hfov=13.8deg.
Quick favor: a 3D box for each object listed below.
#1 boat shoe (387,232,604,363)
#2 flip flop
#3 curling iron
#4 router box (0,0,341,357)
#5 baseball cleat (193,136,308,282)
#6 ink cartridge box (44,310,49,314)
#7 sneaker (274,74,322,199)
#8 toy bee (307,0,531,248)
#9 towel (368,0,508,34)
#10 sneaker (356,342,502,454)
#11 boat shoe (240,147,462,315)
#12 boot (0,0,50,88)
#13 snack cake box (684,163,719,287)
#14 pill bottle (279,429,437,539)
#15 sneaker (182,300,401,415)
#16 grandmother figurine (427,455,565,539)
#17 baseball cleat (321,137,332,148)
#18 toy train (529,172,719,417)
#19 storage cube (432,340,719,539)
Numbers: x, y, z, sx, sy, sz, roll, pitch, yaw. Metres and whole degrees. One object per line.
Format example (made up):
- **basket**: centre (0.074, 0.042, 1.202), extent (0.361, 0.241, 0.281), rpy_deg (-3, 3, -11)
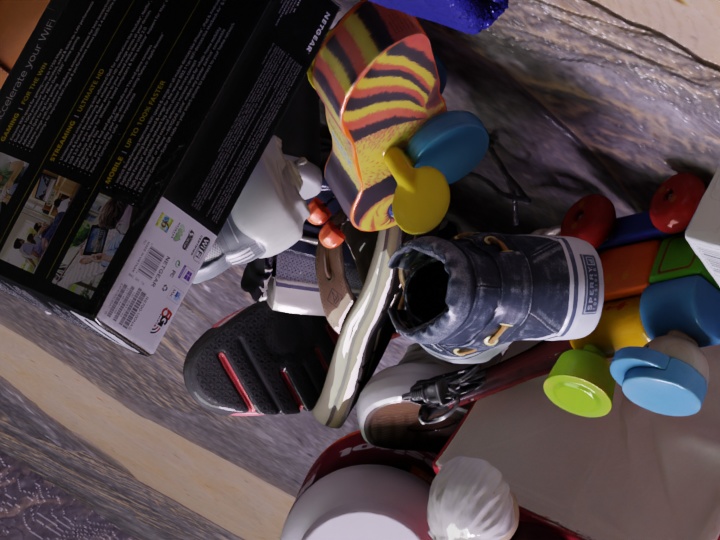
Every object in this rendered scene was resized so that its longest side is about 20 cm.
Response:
- **boat shoe**: centre (0.045, 0.010, 1.572), extent (0.090, 0.071, 0.200), rpy_deg (2, 174, -23)
- **flip flop**: centre (0.000, 0.000, 1.697), extent (0.057, 0.081, 0.201), rpy_deg (27, 124, 10)
- **curling iron**: centre (0.118, 0.046, 1.644), extent (0.050, 0.199, 0.026), rpy_deg (-57, -52, -83)
- **router box**: centre (-0.117, -0.073, 1.483), extent (0.149, 0.201, 0.051), rpy_deg (22, 170, 42)
- **baseball cleat**: centre (-0.094, -0.079, 1.551), extent (0.070, 0.106, 0.201), rpy_deg (63, -176, -45)
- **ink cartridge box**: centre (-0.207, -0.081, 1.868), extent (0.200, 0.082, 0.147), rpy_deg (62, -171, -62)
- **sneaker**: centre (-0.096, -0.089, 1.704), extent (0.199, 0.100, 0.071), rpy_deg (-3, 159, 38)
- **toy bee**: centre (0.015, -0.057, 1.559), extent (0.200, 0.108, 0.131), rpy_deg (55, -178, -36)
- **towel**: centre (-0.032, -0.183, 1.409), extent (0.199, 0.050, 0.148), rpy_deg (23, 171, 25)
- **sneaker**: centre (0.041, 0.062, 1.773), extent (0.072, 0.085, 0.200), rpy_deg (-12, 168, 15)
- **boat shoe**: centre (0.032, -0.021, 1.765), extent (0.199, 0.093, 0.075), rpy_deg (3, -161, -12)
- **boot**: centre (-0.190, -0.128, 1.675), extent (0.199, 0.155, 0.074), rpy_deg (24, 164, 24)
- **snack cake box**: centre (0.252, 0.018, 1.462), extent (0.115, 0.067, 0.200), rpy_deg (18, 161, 35)
- **pill bottle**: centre (0.010, 0.165, 1.788), extent (0.113, 0.113, 0.200), rpy_deg (31, -171, -1)
- **sneaker**: centre (-0.032, 0.040, 1.844), extent (0.087, 0.199, 0.074), rpy_deg (-13, 102, 60)
- **grandmother figurine**: centre (0.092, 0.170, 1.644), extent (0.121, 0.061, 0.200), rpy_deg (-11, 138, 26)
- **baseball cleat**: centre (-0.074, -0.079, 1.820), extent (0.199, 0.070, 0.106), rpy_deg (29, 156, -19)
- **toy train**: centre (0.128, 0.028, 1.581), extent (0.085, 0.116, 0.200), rpy_deg (38, 151, -27)
- **storage cube**: centre (0.171, 0.111, 1.727), extent (0.199, 0.171, 0.180), rpy_deg (25, 163, 24)
